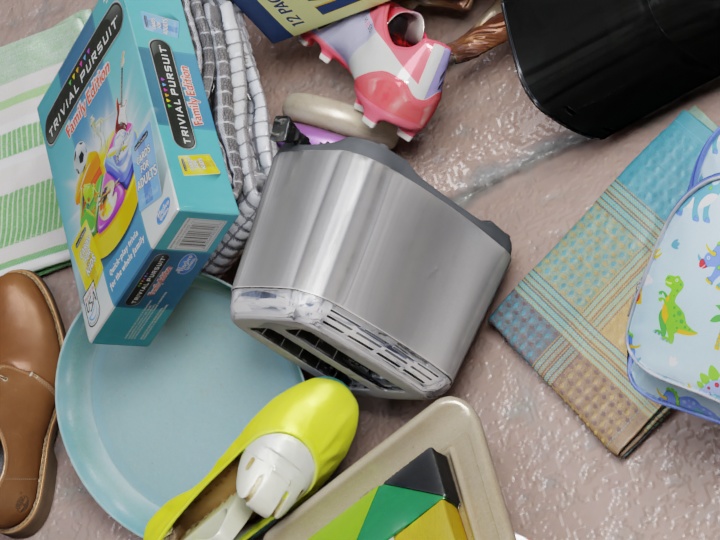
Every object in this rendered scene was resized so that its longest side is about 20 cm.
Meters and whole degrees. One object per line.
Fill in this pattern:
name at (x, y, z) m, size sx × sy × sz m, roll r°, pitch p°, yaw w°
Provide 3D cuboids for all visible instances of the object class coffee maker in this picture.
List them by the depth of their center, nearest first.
coffee maker at (0.198, -0.166, 1.605) m, size 0.200 × 0.135 × 0.192 m, roll -27°, pitch 39°, yaw 29°

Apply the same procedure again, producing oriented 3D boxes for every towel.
towel at (0.193, 0.005, 1.630) m, size 0.200 × 0.022 × 0.147 m, roll -47°, pitch 57°, yaw 8°
towel at (-0.131, -0.092, 1.760) m, size 0.166 × 0.085 × 0.200 m, roll -50°, pitch 45°, yaw 49°
towel at (-0.253, -0.088, 1.914) m, size 0.152 × 0.023 × 0.200 m, roll -20°, pitch 64°, yaw 23°

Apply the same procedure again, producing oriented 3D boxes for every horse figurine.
horse figurine at (0.085, -0.225, 1.755) m, size 0.132 × 0.050 × 0.200 m, roll -21°, pitch 55°, yaw 17°

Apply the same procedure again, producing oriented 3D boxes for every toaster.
toaster at (0.000, 0.000, 1.631) m, size 0.113 × 0.200 × 0.129 m, roll 0°, pitch 64°, yaw 47°

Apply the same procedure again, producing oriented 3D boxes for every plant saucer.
plant saucer at (-0.118, 0.094, 1.726) m, size 0.200 × 0.027 × 0.201 m, roll 5°, pitch 103°, yaw 24°

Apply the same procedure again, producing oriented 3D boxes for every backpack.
backpack at (0.263, 0.002, 1.487) m, size 0.183 × 0.147 × 0.200 m, roll 20°, pitch 95°, yaw 27°

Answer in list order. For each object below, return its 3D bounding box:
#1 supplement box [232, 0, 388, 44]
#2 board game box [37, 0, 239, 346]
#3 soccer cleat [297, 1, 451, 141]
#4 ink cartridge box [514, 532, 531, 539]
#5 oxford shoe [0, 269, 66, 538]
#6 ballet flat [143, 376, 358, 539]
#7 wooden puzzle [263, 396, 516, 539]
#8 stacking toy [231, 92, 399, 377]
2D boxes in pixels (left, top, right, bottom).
supplement box at (-0.002, -0.293, 1.722) m, size 0.199 × 0.134 × 0.200 m, roll -16°, pitch 42°, yaw 38°
board game box at (-0.152, -0.074, 1.667) m, size 0.151 × 0.047 × 0.200 m, roll -53°, pitch 44°, yaw 43°
soccer cleat at (0.011, -0.163, 1.740) m, size 0.077 × 0.067 × 0.200 m, roll -59°, pitch 31°, yaw 19°
ink cartridge box at (0.056, 0.232, 1.577) m, size 0.200 × 0.050 × 0.161 m, roll 17°, pitch 80°, yaw 52°
oxford shoe at (-0.257, 0.088, 1.822) m, size 0.071 × 0.071 × 0.201 m, roll -12°, pitch 67°, yaw 26°
ballet flat at (-0.075, 0.150, 1.662) m, size 0.200 × 0.067 × 0.067 m, roll -42°, pitch 14°, yaw 27°
wooden puzzle at (0.020, 0.200, 1.573) m, size 0.185 × 0.037 × 0.200 m, roll -39°, pitch 45°, yaw 22°
stacking toy at (-0.039, -0.017, 1.743) m, size 0.085 × 0.085 × 0.200 m, roll 15°, pitch 88°, yaw 33°
